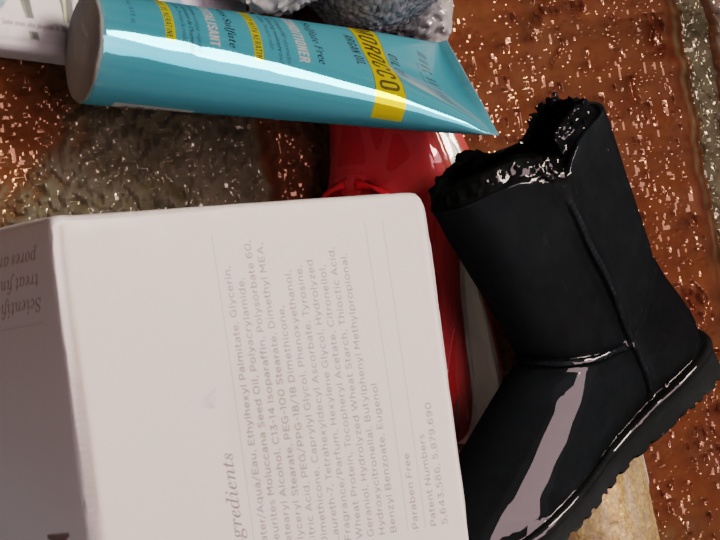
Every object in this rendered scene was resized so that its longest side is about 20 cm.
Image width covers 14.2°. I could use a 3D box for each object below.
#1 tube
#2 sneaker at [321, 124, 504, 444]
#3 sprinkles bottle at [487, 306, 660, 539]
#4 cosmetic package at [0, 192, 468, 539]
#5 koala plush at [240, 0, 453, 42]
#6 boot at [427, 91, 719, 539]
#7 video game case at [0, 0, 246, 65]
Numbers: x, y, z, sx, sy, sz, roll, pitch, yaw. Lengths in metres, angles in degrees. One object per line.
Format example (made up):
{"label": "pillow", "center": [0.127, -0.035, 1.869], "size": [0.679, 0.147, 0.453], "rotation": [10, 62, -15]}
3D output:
{"label": "tube", "center": [-0.036, -0.093, 1.346], "size": [0.199, 0.051, 0.078], "rotation": [4, 42, -25]}
{"label": "sneaker", "center": [0.000, 0.000, 1.396], "size": [0.115, 0.078, 0.201], "rotation": [-19, 93, -40]}
{"label": "sprinkles bottle", "center": [0.110, 0.092, 1.473], "size": [0.068, 0.068, 0.201], "rotation": [-14, 91, -38]}
{"label": "cosmetic package", "center": [-0.086, 0.062, 1.262], "size": [0.199, 0.164, 0.166], "rotation": [-4, 85, -39]}
{"label": "koala plush", "center": [0.016, -0.206, 1.412], "size": [0.177, 0.183, 0.201], "rotation": [6, 100, -50]}
{"label": "boot", "center": [0.070, 0.032, 1.369], "size": [0.200, 0.076, 0.169], "rotation": [-40, 114, -24]}
{"label": "video game case", "center": [-0.139, -0.187, 1.351], "size": [0.199, 0.022, 0.183], "rotation": [4, 80, -37]}
